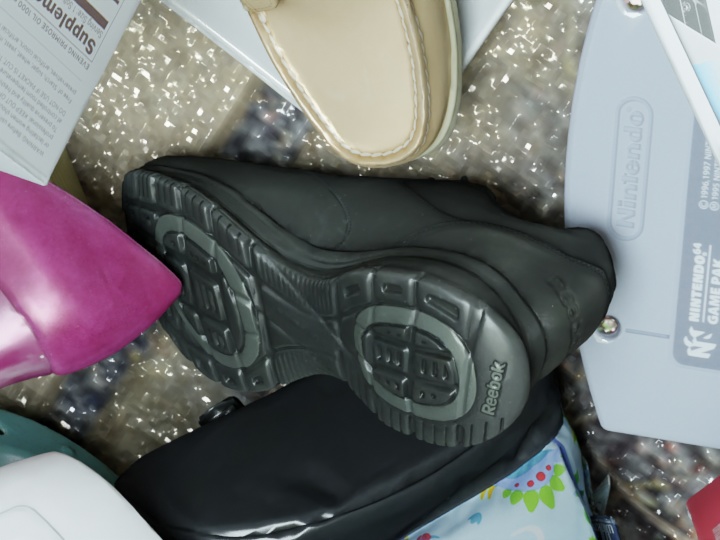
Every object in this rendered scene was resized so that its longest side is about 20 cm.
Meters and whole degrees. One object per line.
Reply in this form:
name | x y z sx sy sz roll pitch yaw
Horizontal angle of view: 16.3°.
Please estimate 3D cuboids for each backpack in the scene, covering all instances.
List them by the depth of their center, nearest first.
backpack | 0.027 0.139 0.883 0.163 0.154 0.201 -24 125 -16

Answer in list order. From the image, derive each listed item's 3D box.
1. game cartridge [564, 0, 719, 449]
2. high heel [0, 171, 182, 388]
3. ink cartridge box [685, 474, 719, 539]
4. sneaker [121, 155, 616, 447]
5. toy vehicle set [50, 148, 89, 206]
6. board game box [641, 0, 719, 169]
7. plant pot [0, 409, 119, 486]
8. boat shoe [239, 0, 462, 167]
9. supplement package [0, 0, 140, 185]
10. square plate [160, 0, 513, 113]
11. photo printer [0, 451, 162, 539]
game cartridge | 0.135 -0.033 0.830 0.133 0.040 0.201 8 116 11
high heel | -0.143 -0.054 0.866 0.096 0.067 0.201 -25 75 -12
ink cartridge box | 0.226 0.080 0.789 0.200 0.083 0.147 -38 99 9
sneaker | 0.000 0.000 0.861 0.200 0.091 0.076 21 129 38
toy vehicle set | -0.209 -0.044 0.940 0.199 0.027 0.125 -12 109 22
board game box | 0.138 -0.116 0.753 0.126 0.035 0.201 -23 100 22
plant pot | -0.156 0.147 0.921 0.200 0.201 0.161 37 111 -1
boat shoe | -0.025 -0.117 0.790 0.073 0.069 0.201 -14 108 23
supplement package | -0.179 -0.126 0.745 0.199 0.111 0.156 18 165 35
square plate | -0.014 -0.165 0.821 0.198 0.028 0.200 38 119 -1
photo printer | -0.095 0.164 0.774 0.200 0.166 0.069 46 149 8
